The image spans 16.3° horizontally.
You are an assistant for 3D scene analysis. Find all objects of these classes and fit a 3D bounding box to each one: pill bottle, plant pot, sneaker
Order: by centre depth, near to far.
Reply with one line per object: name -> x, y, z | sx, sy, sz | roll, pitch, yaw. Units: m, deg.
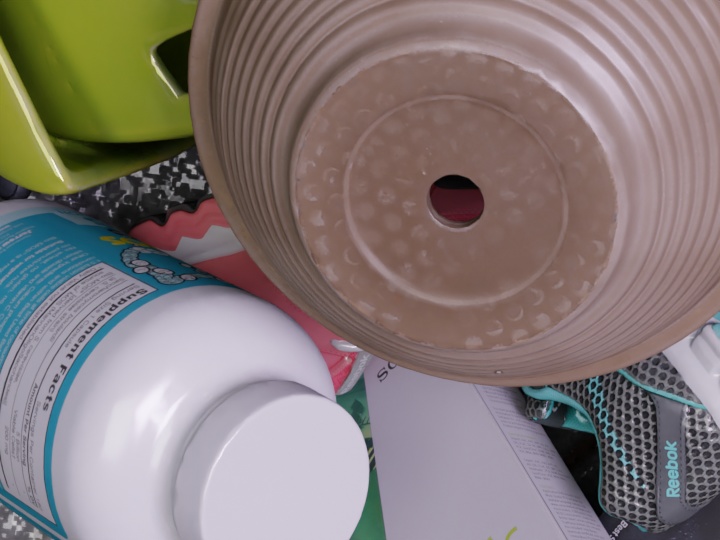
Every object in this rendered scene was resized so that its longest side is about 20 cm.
plant pot -> 0.037, -0.041, 0.766 | 0.199, 0.093, 0.202 | 5, 117, 10
pill bottle -> -0.082, 0.049, 0.901 | 0.199, 0.110, 0.112 | 24, 102, 49
plant pot -> -0.067, -0.140, 0.916 | 0.181, 0.200, 0.200 | -25, 93, 16
sneaker -> 0.086, 0.014, 0.925 | 0.077, 0.201, 0.091 | 27, 114, -39
sneaker -> 0.000, 0.000, 0.951 | 0.199, 0.073, 0.087 | -16, 89, 41

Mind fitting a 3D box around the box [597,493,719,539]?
box -> 0.166, 0.138, 0.935 | 0.164, 0.086, 0.200 | 44, 101, 23

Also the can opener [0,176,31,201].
can opener -> -0.170, -0.117, 0.987 | 0.063, 0.079, 0.200 | -34, 84, -35

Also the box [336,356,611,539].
box -> 0.030, 0.130, 0.935 | 0.145, 0.036, 0.201 | -49, 48, 22
